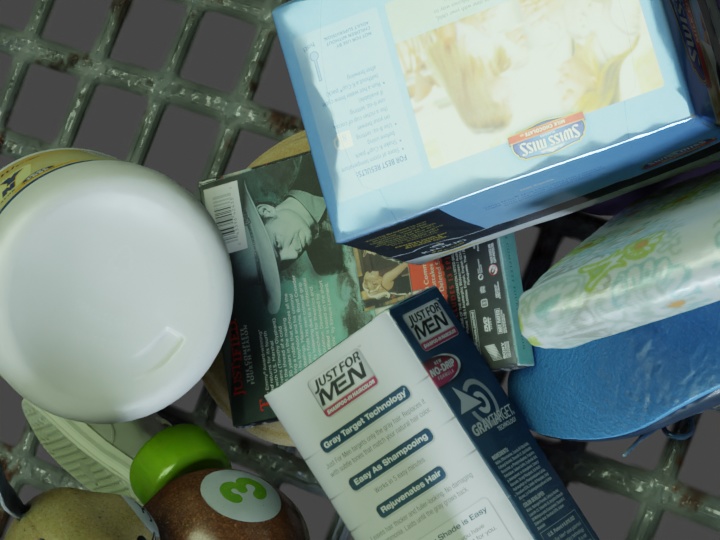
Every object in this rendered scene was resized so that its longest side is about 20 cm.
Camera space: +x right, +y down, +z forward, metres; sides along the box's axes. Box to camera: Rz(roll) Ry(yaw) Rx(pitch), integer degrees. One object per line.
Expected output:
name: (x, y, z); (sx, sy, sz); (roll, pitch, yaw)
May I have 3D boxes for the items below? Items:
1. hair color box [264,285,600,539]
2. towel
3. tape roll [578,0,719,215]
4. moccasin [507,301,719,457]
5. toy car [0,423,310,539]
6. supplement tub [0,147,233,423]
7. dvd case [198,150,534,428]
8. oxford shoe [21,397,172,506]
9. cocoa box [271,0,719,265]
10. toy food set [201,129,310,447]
hair color box: (0.048, 0.120, 1.594); (0.100, 0.060, 0.200); (-35, 85, 32)
towel: (0.188, -0.020, 1.522); (0.171, 0.200, 0.048); (-23, 96, 28)
tape roll: (0.133, -0.136, 1.656); (0.200, 0.085, 0.201); (-12, 69, 33)
moccasin: (0.174, 0.053, 1.581); (0.200, 0.068, 0.081); (-13, 76, 33)
toy car: (-0.127, 0.148, 1.585); (0.158, 0.200, 0.164); (-44, 51, 1)
supplement tub: (-0.159, 0.005, 1.710); (0.145, 0.144, 0.200); (-68, 15, -1)
dvd case: (0.000, 0.000, 1.661); (0.200, 0.022, 0.146); (-15, 80, 34)
oxford shoe: (-0.123, 0.120, 1.772); (0.058, 0.075, 0.200); (-35, 52, -22)
cocoa box: (0.079, -0.098, 1.529); (0.200, 0.131, 0.134); (-19, 79, 19)
toy food set: (-0.016, 0.006, 1.738); (0.200, 0.049, 0.199); (-11, 70, 33)
